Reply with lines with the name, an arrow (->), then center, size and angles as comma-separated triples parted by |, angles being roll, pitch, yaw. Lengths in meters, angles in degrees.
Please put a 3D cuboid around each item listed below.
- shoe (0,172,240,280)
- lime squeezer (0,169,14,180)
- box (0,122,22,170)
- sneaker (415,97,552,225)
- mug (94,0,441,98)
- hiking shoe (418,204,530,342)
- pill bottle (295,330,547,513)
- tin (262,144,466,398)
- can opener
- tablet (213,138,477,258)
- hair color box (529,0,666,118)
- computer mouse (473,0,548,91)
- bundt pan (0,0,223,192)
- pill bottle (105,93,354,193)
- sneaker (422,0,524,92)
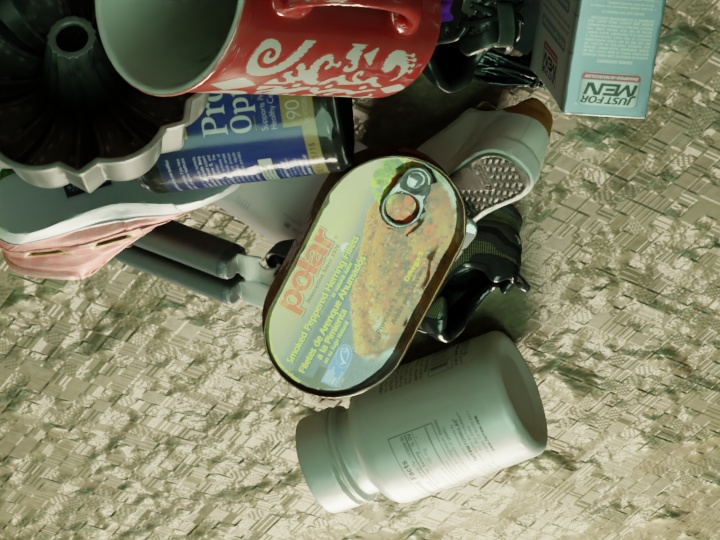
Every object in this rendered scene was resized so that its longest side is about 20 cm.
shoe -> -0.183, -0.051, 1.580 | 0.200, 0.072, 0.091 | -15, 158, -8
lime squeezer -> -0.254, -0.086, 1.573 | 0.200, 0.038, 0.071 | -30, 164, 24
box -> -0.311, -0.076, 1.502 | 0.048, 0.122, 0.200 | 24, 131, -28
sneaker -> 0.077, -0.077, 1.590 | 0.073, 0.085, 0.200 | 44, 144, -22
mug -> -0.038, -0.159, 1.307 | 0.200, 0.177, 0.134 | 2, 119, -49
hiking shoe -> 0.040, 0.015, 1.661 | 0.200, 0.101, 0.076 | -26, 134, 22
pill bottle -> 0.051, 0.137, 1.792 | 0.200, 0.114, 0.114 | -22, 136, 18
tin -> 0.000, 0.000, 1.535 | 0.112, 0.042, 0.200 | 22, 107, -22
can opener -> -0.101, -0.006, 1.611 | 0.200, 0.066, 0.053 | 16, 134, 21
tablet -> -0.022, -0.049, 1.587 | 0.200, 0.014, 0.130 | 34, 130, -6
hair color box -> 0.164, -0.211, 1.362 | 0.061, 0.099, 0.200 | 3, 112, -10
computer mouse -> 0.153, -0.191, 1.475 | 0.138, 0.053, 0.200 | 6, 138, -12
bundt pan -> -0.190, -0.140, 1.398 | 0.202, 0.202, 0.076 | -4, 157, -1
pill bottle -> -0.109, -0.115, 1.485 | 0.200, 0.112, 0.112 | -7, 139, 6
sneaker -> 0.090, -0.199, 1.415 | 0.069, 0.100, 0.200 | 0, 142, -26
